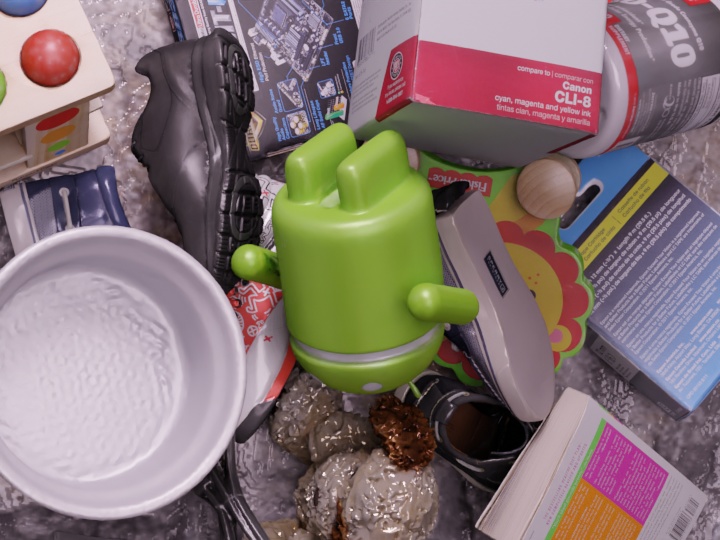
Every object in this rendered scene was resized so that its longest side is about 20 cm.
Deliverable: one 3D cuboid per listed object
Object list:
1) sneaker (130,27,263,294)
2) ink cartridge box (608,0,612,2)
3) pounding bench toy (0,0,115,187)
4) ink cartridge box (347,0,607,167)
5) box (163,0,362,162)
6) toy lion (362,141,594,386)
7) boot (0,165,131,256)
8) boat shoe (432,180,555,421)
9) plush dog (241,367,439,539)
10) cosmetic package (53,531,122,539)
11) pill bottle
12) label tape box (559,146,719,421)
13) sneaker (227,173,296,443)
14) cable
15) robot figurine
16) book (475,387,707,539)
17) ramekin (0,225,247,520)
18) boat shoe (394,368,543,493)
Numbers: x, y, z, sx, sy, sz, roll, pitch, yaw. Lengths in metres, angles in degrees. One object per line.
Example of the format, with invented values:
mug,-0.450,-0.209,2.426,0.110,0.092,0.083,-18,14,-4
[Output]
sneaker,-0.124,-0.076,1.284,0.091,0.076,0.200,-6,78,18
ink cartridge box,0.120,-0.203,1.373,0.200,0.050,0.161,22,77,-24
pounding bench toy,-0.290,-0.130,1.222,0.200,0.156,0.124,-24,83,-14
ink cartridge box,0.086,-0.192,1.242,0.144,0.145,0.200,8,82,-17
box,-0.047,-0.198,1.355,0.198,0.050,0.200,-18,96,-15
toy lion,0.089,-0.007,1.368,0.200,0.069,0.192,11,102,8
boot,-0.202,0.023,1.301,0.090,0.073,0.200,-15,94,-8
boat shoe,0.075,0.029,1.326,0.075,0.093,0.200,-42,115,-50
plush dog,0.004,0.182,1.308,0.160,0.172,0.200,16,85,-15
cosmetic package,-0.166,0.248,1.248,0.113,0.200,0.081,8,88,-16
pill bottle,0.232,-0.162,1.374,0.200,0.114,0.114,-17,95,-36
label tape box,0.234,0.004,1.419,0.200,0.066,0.143,41,80,10
sneaker,-0.092,0.024,1.338,0.108,0.067,0.202,26,81,-12
cable,-0.102,0.160,1.298,0.097,0.050,0.200,-42,72,7
robot figurine,0.000,0.000,1.233,0.116,0.175,0.200,-43,134,-48
book,0.194,0.195,1.384,0.200,0.048,0.134,40,78,-41
ramekin,-0.189,0.072,1.221,0.200,0.098,0.201,2,85,-22
boat shoe,0.113,0.139,1.370,0.200,0.068,0.072,29,79,-38
